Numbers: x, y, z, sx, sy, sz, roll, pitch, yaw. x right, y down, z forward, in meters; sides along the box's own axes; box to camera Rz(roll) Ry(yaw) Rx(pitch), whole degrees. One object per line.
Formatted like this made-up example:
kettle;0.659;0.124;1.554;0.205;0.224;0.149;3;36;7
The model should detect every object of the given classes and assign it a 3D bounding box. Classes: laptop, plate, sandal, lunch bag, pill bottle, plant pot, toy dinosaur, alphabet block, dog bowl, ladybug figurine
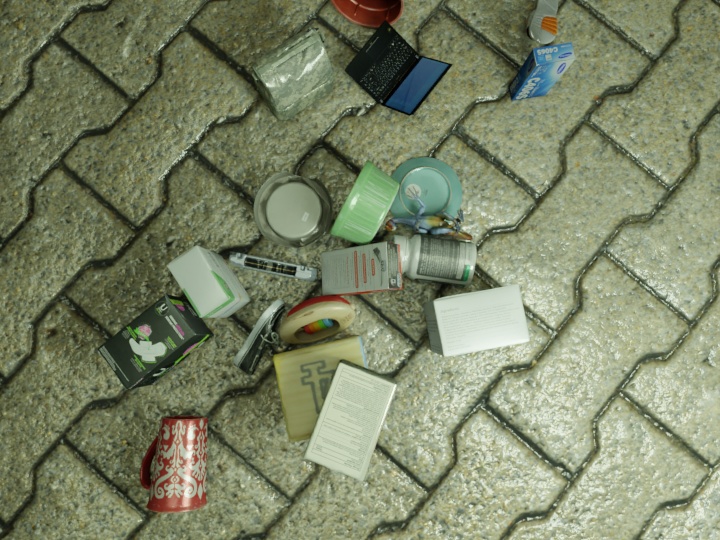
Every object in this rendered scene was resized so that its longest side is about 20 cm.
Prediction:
laptop;0.096;-0.524;1.343;0.200;0.103;0.177;40;84;-16
plate;0.167;-0.200;1.349;0.199;0.026;0.201;0;85;0
sandal;0.481;-0.664;1.388;0.079;0.059;0.207;27;63;-13
lunch bag;-0.170;-0.503;1.313;0.200;0.168;0.140;-33;85;-4
pill bottle;0.176;-0.027;1.286;0.199;0.113;0.114;8;84;0
plant pot;0.039;-0.777;1.341;0.200;0.201;0.196;16;76;2
toy dinosaur;0.161;-0.105;1.299;0.181;0.200;0.105;-6;49;31
alphabet block;-0.076;0.267;1.216;0.199;0.195;0.197;-13;82;0
dog bowl;-0.168;-0.150;1.329;0.199;0.059;0.201;0;84;1
ladybug figurine;-0.106;0.114;1.270;0.199;0.136;0.072;-20;54;8

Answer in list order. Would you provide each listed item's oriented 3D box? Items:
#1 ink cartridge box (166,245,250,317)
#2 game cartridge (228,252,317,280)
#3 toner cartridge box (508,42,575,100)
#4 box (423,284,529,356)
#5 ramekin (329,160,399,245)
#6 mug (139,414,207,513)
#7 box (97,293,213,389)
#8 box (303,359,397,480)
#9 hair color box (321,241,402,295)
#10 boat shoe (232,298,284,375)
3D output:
ink cartridge box;-0.354;0.033;1.240;0.087;0.200;0.146;-35;85;0
game cartridge;-0.209;-0.007;1.275;0.199;0.133;0.041;11;91;2
toner cartridge box;0.445;-0.488;1.292;0.095;0.200;0.043;-11;85;0
box;0.263;0.118;1.225;0.199;0.199;0.131;-10;84;-1
ramekin;0.013;-0.155;1.264;0.097;0.200;0.201;28;84;-4
mug;-0.446;0.449;1.230;0.177;0.133;0.201;2;80;-1
box;-0.484;0.170;1.249;0.200;0.149;0.124;-39;83;-3
box;-0.019;0.298;1.063;0.127;0.109;0.201;21;84;2
hair color box;0.000;0.000;1.259;0.199;0.064;0.112;-7;82;37
boat shoe;-0.235;0.166;1.285;0.068;0.074;0.200;33;85;8
